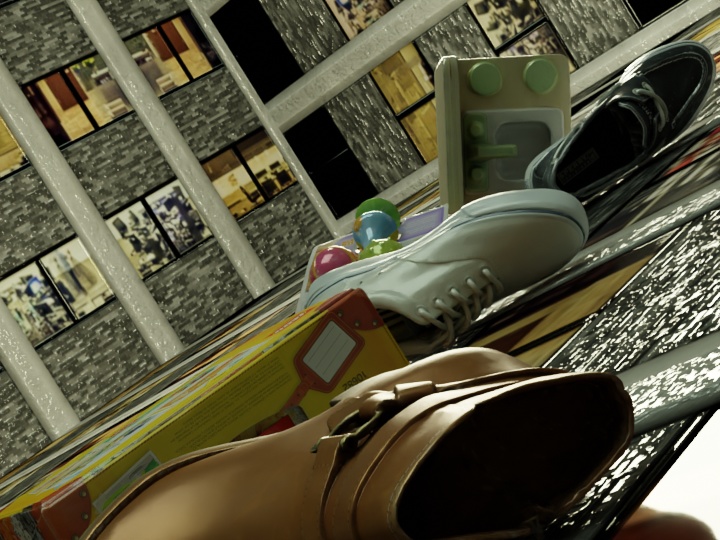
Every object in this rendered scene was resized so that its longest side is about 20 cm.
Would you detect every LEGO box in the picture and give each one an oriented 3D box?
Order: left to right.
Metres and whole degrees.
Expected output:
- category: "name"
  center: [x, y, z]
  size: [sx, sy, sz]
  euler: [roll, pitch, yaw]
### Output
- category: "LEGO box"
  center: [-0.083, 0.103, 0.801]
  size: [0.199, 0.078, 0.149]
  euler: [-35, 4, -27]

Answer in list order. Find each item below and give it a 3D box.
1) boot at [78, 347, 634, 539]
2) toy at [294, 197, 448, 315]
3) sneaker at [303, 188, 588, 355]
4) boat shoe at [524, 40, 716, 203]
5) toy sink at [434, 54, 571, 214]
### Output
- category: "boot"
  center: [-0.015, 0.085, 0.505]
  size: [0.199, 0.074, 0.155]
  euler: [-37, 9, -20]
- category: "toy"
  center: [0.000, 0.000, 1.110]
  size: [0.114, 0.048, 0.200]
  euler: [-17, 23, 15]
- category: "sneaker"
  center: [0.055, 0.016, 0.982]
  size: [0.199, 0.073, 0.071]
  euler: [-25, 38, 20]
- category: "boat shoe"
  center: [0.218, -0.120, 1.244]
  size: [0.199, 0.072, 0.068]
  euler: [-37, 2, -14]
- category: "toy sink"
  center: [0.124, -0.119, 1.349]
  size: [0.111, 0.132, 0.200]
  euler: [-3, 3, 1]
